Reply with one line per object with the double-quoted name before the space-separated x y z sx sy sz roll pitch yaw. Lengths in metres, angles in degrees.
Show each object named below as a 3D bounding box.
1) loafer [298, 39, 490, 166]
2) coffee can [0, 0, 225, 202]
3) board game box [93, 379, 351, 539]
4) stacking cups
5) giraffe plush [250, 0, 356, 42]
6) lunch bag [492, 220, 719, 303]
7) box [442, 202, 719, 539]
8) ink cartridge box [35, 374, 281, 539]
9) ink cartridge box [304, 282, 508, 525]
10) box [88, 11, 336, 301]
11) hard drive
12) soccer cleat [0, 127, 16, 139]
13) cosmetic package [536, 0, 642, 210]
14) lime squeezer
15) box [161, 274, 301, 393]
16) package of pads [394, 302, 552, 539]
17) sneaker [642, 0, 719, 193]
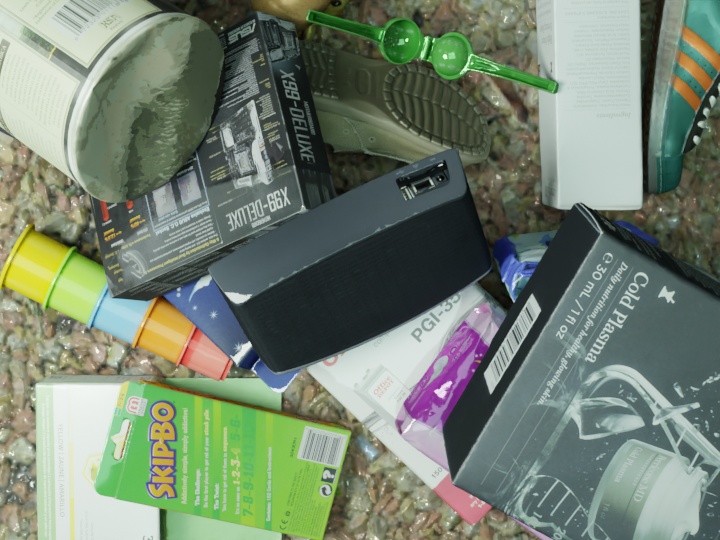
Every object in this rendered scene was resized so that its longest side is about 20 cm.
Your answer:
"loafer" 0.010 -0.127 1.206 0.199 0.068 0.076 19 58 -16
"coffee can" -0.218 -0.160 1.088 0.199 0.146 0.147 35 95 25
"board game box" -0.113 0.154 1.223 0.199 0.030 0.096 15 91 -21
"stacking cups" -0.194 0.033 1.227 0.199 0.061 0.061 27 95 -6
"giraffe plush" -0.074 -0.249 1.167 0.162 0.172 0.201 43 59 -14
"lunch bag" 0.199 0.030 1.170 0.199 0.170 0.128 22 98 -3
"box" 0.189 0.092 1.036 0.196 0.124 0.201 28 101 -7
"ink cartridge box" -0.166 0.161 1.243 0.198 0.048 0.147 0 95 2
"ink cartridge box" 0.064 0.082 1.218 0.200 0.083 0.147 43 95 -4
"box" -0.122 -0.083 1.145 0.199 0.050 0.159 -23 73 30
"hard drive" 0.000 0.000 1.105 0.199 0.135 0.042 -26 52 -1
"soccer cleat" -0.333 -0.168 1.207 0.199 0.073 0.069 34 64 -19
"cosmetic package" 0.180 -0.150 1.189 0.073 0.102 0.202 -1 94 0
"lime squeezer" 0.055 -0.174 1.160 0.198 0.071 0.038 17 84 -4
"box" -0.100 -0.010 1.194 0.200 0.032 0.121 40 94 20
"package of pads" 0.137 0.130 1.145 0.199 0.076 0.121 37 92 -5
"sneaker" 0.271 -0.158 1.202 0.079 0.071 0.202 8 94 3
